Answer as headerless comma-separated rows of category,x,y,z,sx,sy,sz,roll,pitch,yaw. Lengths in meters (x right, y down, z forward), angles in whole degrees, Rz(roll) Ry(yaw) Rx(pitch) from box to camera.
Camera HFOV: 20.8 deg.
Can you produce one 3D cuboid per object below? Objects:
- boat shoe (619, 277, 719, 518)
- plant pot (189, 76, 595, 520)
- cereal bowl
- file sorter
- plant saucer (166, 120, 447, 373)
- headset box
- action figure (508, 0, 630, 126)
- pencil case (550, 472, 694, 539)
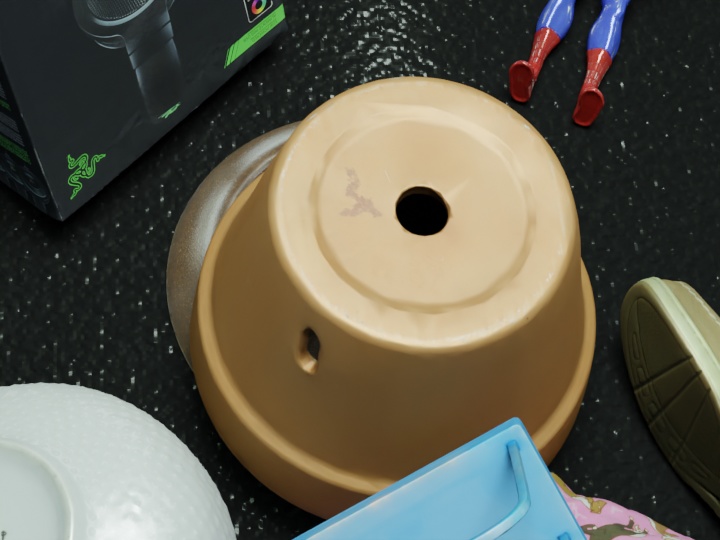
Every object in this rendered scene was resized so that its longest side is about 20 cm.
boat shoe,0.200,0.086,0.967,0.063,0.073,0.201,-25,71,-25
plant pot,0.022,0.005,0.914,0.199,0.140,0.201,3,64,-5
cereal bowl,-0.156,0.135,0.865,0.199,0.083,0.201,-6,59,10
file sorter,0.055,0.192,0.804,0.138,0.123,0.201,-29,98,6
plant saucer,0.000,0.000,1.010,0.199,0.032,0.201,2,62,-5
headset box,-0.137,-0.150,0.981,0.093,0.201,0.174,33,63,29
action figure,0.140,-0.178,1.106,0.065,0.052,0.201,18,61,7
pencil case,0.152,0.158,0.896,0.199,0.086,0.083,17,91,17
